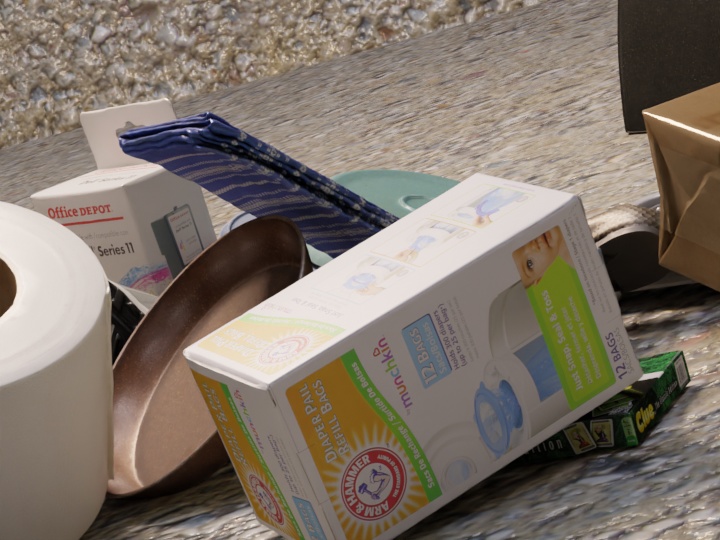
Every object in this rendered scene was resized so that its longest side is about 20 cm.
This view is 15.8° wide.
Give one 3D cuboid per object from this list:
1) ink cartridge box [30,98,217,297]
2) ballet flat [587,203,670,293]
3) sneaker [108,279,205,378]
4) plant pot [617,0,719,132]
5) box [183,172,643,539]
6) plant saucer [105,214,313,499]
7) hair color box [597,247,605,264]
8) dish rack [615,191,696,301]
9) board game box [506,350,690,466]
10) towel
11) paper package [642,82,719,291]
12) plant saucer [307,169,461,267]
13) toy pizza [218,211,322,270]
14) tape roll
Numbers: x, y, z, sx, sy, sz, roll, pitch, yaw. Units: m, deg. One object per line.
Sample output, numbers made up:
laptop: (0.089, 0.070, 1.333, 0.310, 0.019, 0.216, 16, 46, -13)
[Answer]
ink cartridge box: (-0.156, -0.010, 1.784, 0.067, 0.201, 0.117, -25, 13, -39)
ballet flat: (0.109, 0.001, 1.612, 0.199, 0.067, 0.046, -22, 35, 29)
sneaker: (-0.130, 0.052, 1.677, 0.199, 0.074, 0.079, 16, 0, 10)
plant pot: (0.338, -0.237, 2.251, 0.199, 0.178, 0.200, -24, 13, -30)
box: (0.027, 0.048, 1.339, 0.200, 0.113, 0.101, -30, 22, -22)
plant saucer: (-0.090, 0.058, 1.552, 0.200, 0.034, 0.201, -41, 27, 26)
hair color box: (0.048, 0.045, 1.563, 0.199, 0.061, 0.099, -13, 11, 26)
dish rack: (0.230, -0.022, 1.666, 0.199, 0.044, 0.171, -8, 15, 41)
board game box: (0.073, 0.085, 1.422, 0.199, 0.024, 0.105, -12, 10, 26)
towel: (-0.043, -0.038, 1.575, 0.145, 0.199, 0.024, -2, 62, 64)
paper package: (0.293, -0.055, 1.470, 0.199, 0.104, 0.190, -22, 26, -26)
plant saucer: (0.044, -0.030, 1.781, 0.199, 0.036, 0.200, 9, 19, -3)
toy pizza: (0.000, 0.000, 1.776, 0.199, 0.032, 0.200, 9, 19, -3)
tape roll: (-0.243, 0.067, 1.475, 0.202, 0.140, 0.203, 2, 34, -1)
